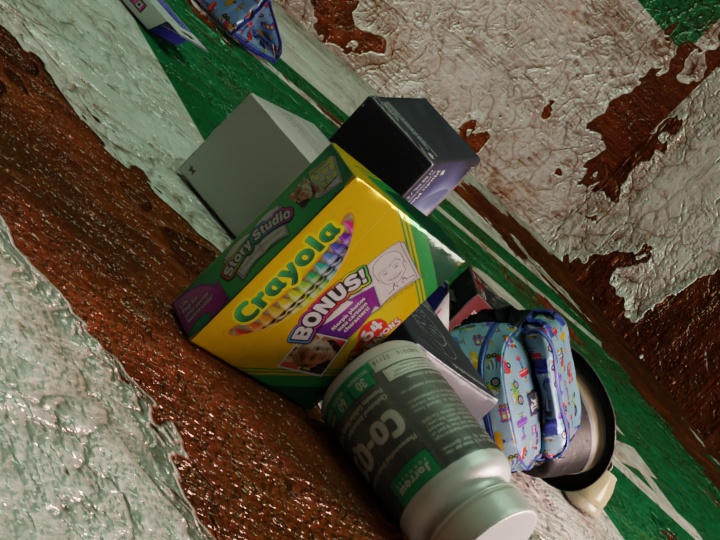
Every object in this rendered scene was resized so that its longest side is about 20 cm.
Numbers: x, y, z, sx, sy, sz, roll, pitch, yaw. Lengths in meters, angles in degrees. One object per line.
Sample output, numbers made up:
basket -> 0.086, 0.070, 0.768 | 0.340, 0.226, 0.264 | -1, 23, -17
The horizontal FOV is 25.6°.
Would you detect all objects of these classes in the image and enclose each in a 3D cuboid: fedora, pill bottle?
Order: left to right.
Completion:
pill bottle -> 0.061, 0.168, 1.398 | 0.200, 0.113, 0.113 | 51, 12, 30
fedora -> 0.214, 0.181, 1.927 | 0.091, 0.201, 0.201 | -15, 56, -44

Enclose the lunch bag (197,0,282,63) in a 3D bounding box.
lunch bag -> -0.209, -0.458, 2.816 | 0.151, 0.094, 0.200 | 47, 1, 20

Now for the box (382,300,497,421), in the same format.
box -> 0.021, 0.078, 1.600 | 0.148, 0.107, 0.200 | 37, 13, -43

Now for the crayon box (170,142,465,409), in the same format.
crayon box -> -0.035, 0.010, 1.375 | 0.172, 0.200, 0.058 | 34, 16, -47

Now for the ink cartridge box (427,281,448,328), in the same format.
ink cartridge box -> 0.061, 0.028, 1.895 | 0.095, 0.037, 0.200 | 39, -15, 14

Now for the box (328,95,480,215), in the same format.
box -> 0.021, -0.107, 1.968 | 0.123, 0.200, 0.198 | 47, 20, 10

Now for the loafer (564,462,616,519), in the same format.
loafer -> 0.297, 0.257, 2.113 | 0.076, 0.068, 0.200 | 41, 11, -23

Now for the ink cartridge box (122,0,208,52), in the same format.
ink cartridge box -> -0.303, -0.378, 2.249 | 0.200, 0.037, 0.095 | 47, 9, 17

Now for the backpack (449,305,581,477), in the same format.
backpack -> 0.154, 0.138, 1.717 | 0.200, 0.133, 0.184 | -22, 104, -71

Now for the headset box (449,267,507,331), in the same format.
headset box -> 0.194, 0.091, 2.313 | 0.200, 0.077, 0.149 | 43, 10, -12

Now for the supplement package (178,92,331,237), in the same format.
supplement package -> -0.092, -0.101, 1.789 | 0.120, 0.121, 0.200 | 49, 11, 16
